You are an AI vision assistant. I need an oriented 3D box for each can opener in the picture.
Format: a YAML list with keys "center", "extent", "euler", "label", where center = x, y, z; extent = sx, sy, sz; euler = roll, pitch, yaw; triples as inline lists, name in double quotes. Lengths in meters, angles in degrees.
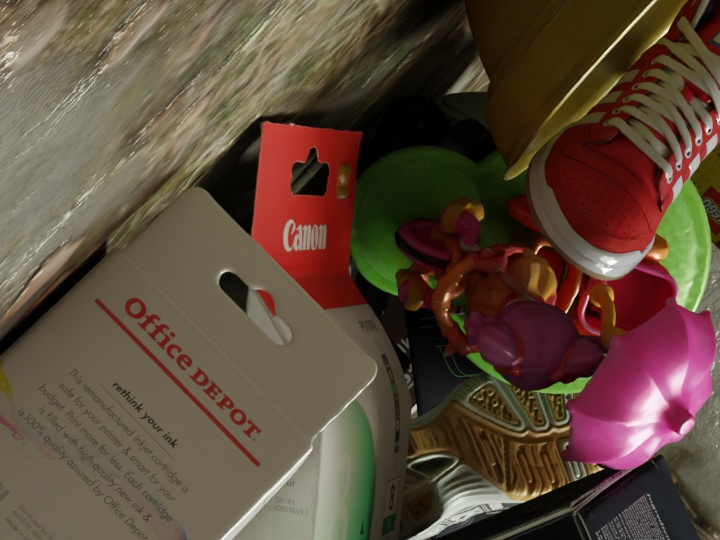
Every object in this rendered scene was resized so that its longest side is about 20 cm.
- center: [0.000, 0.000, 1.409]
  extent: [0.201, 0.063, 0.079]
  euler: [-60, -156, 4]
  label: "can opener"

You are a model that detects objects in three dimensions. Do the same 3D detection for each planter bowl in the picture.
- center: [0.110, -0.143, 1.256]
  extent: [0.200, 0.083, 0.200]
  euler: [-45, 175, -5]
  label: "planter bowl"

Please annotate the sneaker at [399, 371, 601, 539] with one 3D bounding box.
- center: [0.042, 0.104, 1.421]
  extent: [0.199, 0.076, 0.088]
  euler: [-13, 170, -28]
  label: "sneaker"

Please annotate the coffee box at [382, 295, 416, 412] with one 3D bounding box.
- center: [-0.037, 0.088, 1.728]
  extent: [0.200, 0.114, 0.080]
  euler: [-46, 175, 5]
  label: "coffee box"

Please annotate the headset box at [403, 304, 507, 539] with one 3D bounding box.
- center: [0.075, 0.052, 1.543]
  extent: [0.174, 0.092, 0.201]
  euler: [-94, 177, -57]
  label: "headset box"

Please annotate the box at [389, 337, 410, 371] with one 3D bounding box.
- center: [-0.071, 0.092, 1.574]
  extent: [0.200, 0.095, 0.100]
  euler: [-46, 175, 1]
  label: "box"

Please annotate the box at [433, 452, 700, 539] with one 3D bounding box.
- center: [0.061, 0.188, 1.281]
  extent: [0.199, 0.125, 0.197]
  euler: [-24, 178, 18]
  label: "box"

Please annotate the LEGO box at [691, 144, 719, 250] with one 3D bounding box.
- center: [0.194, -0.116, 1.499]
  extent: [0.077, 0.200, 0.149]
  euler: [-50, 173, 36]
  label: "LEGO box"

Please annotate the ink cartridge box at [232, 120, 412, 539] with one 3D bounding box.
- center: [-0.012, 0.038, 1.188]
  extent: [0.161, 0.050, 0.201]
  euler: [-5, 103, -75]
  label: "ink cartridge box"

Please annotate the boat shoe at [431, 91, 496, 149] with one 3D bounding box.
- center: [0.082, -0.062, 1.466]
  extent: [0.075, 0.061, 0.200]
  euler: [-3, -168, -5]
  label: "boat shoe"

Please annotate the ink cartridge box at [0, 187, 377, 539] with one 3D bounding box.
- center: [-0.101, 0.076, 1.064]
  extent: [0.200, 0.117, 0.067]
  euler: [-44, 176, -15]
  label: "ink cartridge box"

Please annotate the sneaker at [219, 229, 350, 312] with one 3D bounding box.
- center: [-0.049, 0.019, 1.300]
  extent: [0.081, 0.076, 0.200]
  euler: [-58, -175, 10]
  label: "sneaker"

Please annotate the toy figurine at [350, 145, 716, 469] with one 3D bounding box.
- center: [0.096, 0.021, 1.288]
  extent: [0.184, 0.199, 0.151]
  euler: [-107, -145, -67]
  label: "toy figurine"

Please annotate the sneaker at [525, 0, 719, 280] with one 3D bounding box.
- center: [0.150, -0.075, 1.242]
  extent: [0.112, 0.071, 0.200]
  euler: [-44, -176, 33]
  label: "sneaker"
